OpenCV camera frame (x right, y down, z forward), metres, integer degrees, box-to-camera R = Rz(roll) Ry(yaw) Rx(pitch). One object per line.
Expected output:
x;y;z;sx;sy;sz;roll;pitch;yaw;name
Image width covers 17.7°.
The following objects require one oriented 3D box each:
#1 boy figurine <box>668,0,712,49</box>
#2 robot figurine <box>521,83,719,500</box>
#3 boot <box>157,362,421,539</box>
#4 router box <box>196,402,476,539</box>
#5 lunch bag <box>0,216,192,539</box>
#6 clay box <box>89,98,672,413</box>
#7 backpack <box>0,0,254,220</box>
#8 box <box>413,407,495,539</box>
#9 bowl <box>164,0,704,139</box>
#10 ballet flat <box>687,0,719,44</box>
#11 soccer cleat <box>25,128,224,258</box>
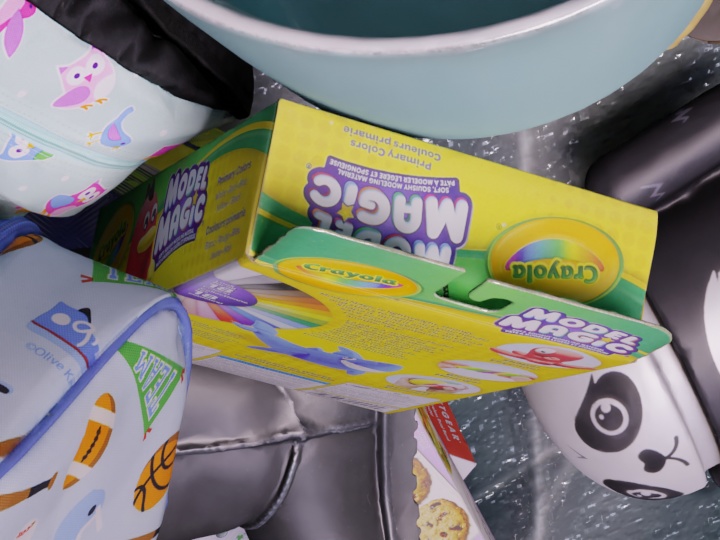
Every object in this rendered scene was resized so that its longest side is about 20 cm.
0.068;-0.101;0.736;0.199;0.065;0.124;-5;151;44;boy figurine
0.156;0.009;0.914;0.199;0.151;0.125;-28;175;2;robot figurine
-0.080;0.090;0.780;0.199;0.066;0.166;-10;109;-25;boot
-0.081;0.110;0.956;0.179;0.049;0.200;22;119;-37;router box
-0.120;0.089;0.630;0.160;0.075;0.201;-47;157;-48;lunch bag
0.000;0.000;0.661;0.114;0.048;0.200;15;166;-20;clay box
-0.118;-0.099;0.636;0.126;0.168;0.200;-23;144;24;backpack
0.021;0.090;0.918;0.041;0.039;0.201;-24;138;3;box
0.024;-0.114;0.605;0.199;0.202;0.105;-23;150;-3;bowl
0.192;-0.154;0.838;0.200;0.067;0.046;-43;165;13;ballet flat
-0.047;-0.024;0.838;0.199;0.084;0.064;0;162;-45;soccer cleat
